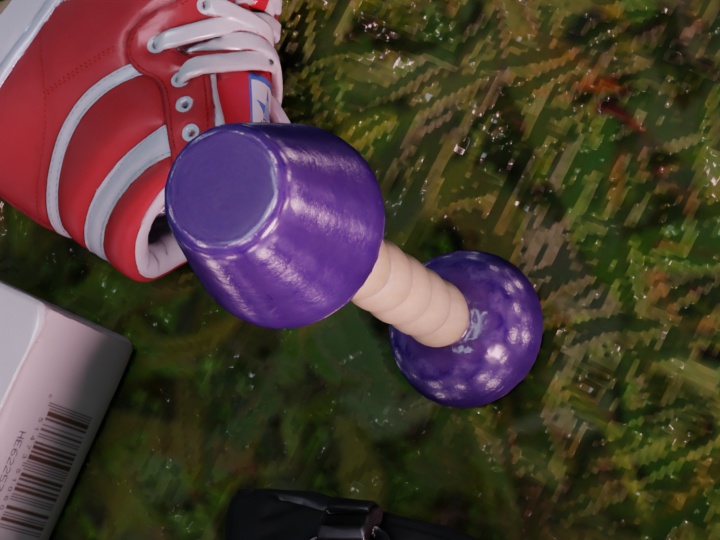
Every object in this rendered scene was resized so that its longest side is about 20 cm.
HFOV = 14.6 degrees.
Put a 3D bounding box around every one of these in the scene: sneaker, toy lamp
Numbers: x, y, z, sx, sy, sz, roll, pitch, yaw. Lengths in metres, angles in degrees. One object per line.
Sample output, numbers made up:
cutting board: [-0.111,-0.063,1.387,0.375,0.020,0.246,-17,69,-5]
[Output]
sneaker: [-0.043,-0.092,0.906,0.112,0.071,0.200,38,101,29]
toy lamp: [0.000,0.000,0.804,0.058,0.200,0.058,-5,76,21]

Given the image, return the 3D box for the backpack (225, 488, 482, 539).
backpack: [0.008,0.186,0.800,0.163,0.154,0.200,11,60,21]

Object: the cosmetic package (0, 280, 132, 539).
cosmetic package: [-0.186,0.026,0.943,0.200,0.074,0.102,22,86,23]
